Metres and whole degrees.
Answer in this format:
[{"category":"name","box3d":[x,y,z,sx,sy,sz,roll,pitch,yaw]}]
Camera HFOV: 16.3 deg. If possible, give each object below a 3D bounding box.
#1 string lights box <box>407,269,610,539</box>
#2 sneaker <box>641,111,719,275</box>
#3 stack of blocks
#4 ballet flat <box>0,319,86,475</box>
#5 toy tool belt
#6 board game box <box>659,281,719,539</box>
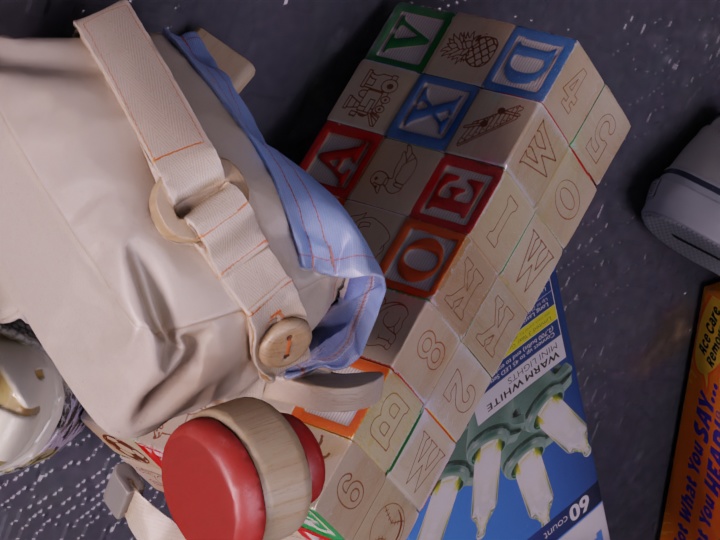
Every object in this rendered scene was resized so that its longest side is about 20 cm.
[{"category":"string lights box","box3d":[0.038,0.067,1.054,0.103,0.059,0.200,-37,136,-21]},{"category":"sneaker","box3d":[0.221,-0.006,1.082,0.071,0.200,0.073,-57,166,-8]},{"category":"stack of blocks","box3d":[0.000,0.000,0.931,0.200,0.115,0.059,-59,141,-17]},{"category":"ballet flat","box3d":[-0.151,0.039,0.854,0.200,0.072,0.072,26,96,-49]},{"category":"toy tool belt","box3d":[-0.044,-0.002,0.835,0.123,0.200,0.125,-18,148,-35]},{"category":"board game box","box3d":[0.288,0.111,1.209,0.200,0.200,0.200,-17,126,-35]}]
